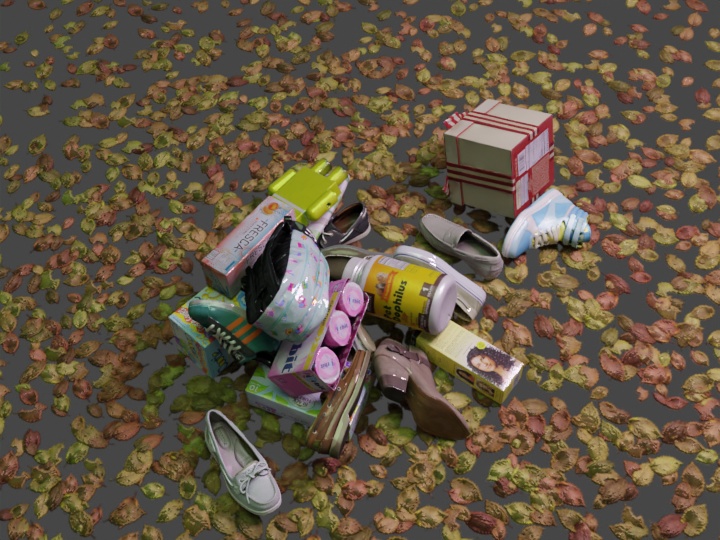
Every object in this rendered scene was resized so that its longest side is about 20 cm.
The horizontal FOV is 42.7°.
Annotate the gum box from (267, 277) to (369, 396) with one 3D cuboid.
[{"bbox_3d":[-0.069,0.110,1.584,0.113,0.066,0.202,-16,42,44],"label":"gum box"}]

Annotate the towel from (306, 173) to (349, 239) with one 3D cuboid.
[{"bbox_3d":[-0.117,-0.122,1.865,0.148,0.031,0.201,-3,45,35],"label":"towel"}]

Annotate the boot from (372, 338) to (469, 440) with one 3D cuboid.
[{"bbox_3d":[0.108,0.199,1.619,0.199,0.070,0.147,34,27,-13],"label":"boot"}]

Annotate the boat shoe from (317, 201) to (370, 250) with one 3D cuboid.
[{"bbox_3d":[-0.067,-0.071,1.839,0.199,0.068,0.072,-32,60,-19],"label":"boat shoe"}]

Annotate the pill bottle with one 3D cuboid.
[{"bbox_3d":[0.068,0.038,1.668,0.198,0.110,0.110,16,54,22],"label":"pill bottle"}]

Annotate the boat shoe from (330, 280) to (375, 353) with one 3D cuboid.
[{"bbox_3d":[-0.035,0.102,1.696,0.068,0.075,0.200,-36,38,0],"label":"boat shoe"}]

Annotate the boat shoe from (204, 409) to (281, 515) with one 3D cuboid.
[{"bbox_3d":[-0.202,0.320,1.539,0.074,0.065,0.202,-27,56,-18],"label":"boat shoe"}]

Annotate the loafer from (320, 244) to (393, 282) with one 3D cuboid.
[{"bbox_3d":[0.000,0.000,1.767,0.197,0.076,0.070,2,30,3],"label":"loafer"}]

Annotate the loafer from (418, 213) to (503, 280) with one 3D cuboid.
[{"bbox_3d":[0.199,-0.059,1.819,0.199,0.070,0.070,33,60,24],"label":"loafer"}]

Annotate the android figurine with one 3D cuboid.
[{"bbox_3d":[-0.121,-0.145,1.845,0.200,0.041,0.182,-41,40,-13],"label":"android figurine"}]

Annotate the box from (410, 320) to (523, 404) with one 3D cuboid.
[{"bbox_3d":[0.191,0.155,1.666,0.199,0.050,0.075,29,57,23],"label":"box"}]

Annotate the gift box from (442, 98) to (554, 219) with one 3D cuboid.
[{"bbox_3d":[0.263,-0.228,1.850,0.185,0.187,0.199,21,41,37],"label":"gift box"}]

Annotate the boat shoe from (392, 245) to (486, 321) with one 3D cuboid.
[{"bbox_3d":[0.145,0.024,1.728,0.198,0.072,0.062,30,62,-4],"label":"boat shoe"}]

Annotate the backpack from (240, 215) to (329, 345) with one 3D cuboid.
[{"bbox_3d":[-0.124,0.027,1.556,0.125,0.168,0.201,24,27,-17],"label":"backpack"}]

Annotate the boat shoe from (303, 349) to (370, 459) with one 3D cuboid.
[{"bbox_3d":[-0.037,0.213,1.549,0.067,0.072,0.202,16,55,8],"label":"boat shoe"}]

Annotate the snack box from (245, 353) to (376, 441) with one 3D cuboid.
[{"bbox_3d":[-0.085,0.201,1.635,0.198,0.053,0.143,18,56,13],"label":"snack box"}]

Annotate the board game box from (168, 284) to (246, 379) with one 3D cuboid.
[{"bbox_3d":[-0.239,0.082,1.700,0.103,0.106,0.200,34,59,26],"label":"board game box"}]

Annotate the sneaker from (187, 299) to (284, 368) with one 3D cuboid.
[{"bbox_3d":[-0.210,0.115,1.586,0.198,0.071,0.081,24,64,-19],"label":"sneaker"}]

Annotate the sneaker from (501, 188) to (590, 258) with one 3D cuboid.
[{"bbox_3d":[0.378,-0.073,1.821,0.130,0.080,0.200,34,61,26],"label":"sneaker"}]

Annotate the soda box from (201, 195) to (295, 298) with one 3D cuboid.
[{"bbox_3d":[-0.201,-0.044,1.689,0.063,0.069,0.200,28,57,24],"label":"soda box"}]
